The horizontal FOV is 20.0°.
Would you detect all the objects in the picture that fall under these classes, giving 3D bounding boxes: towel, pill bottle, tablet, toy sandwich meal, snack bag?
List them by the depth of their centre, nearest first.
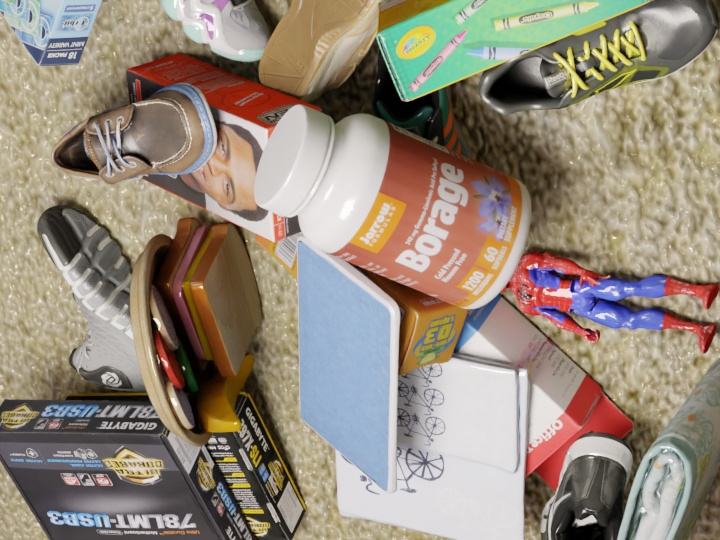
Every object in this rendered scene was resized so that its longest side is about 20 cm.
[{"bbox_3d":[0.024,-0.053,1.585,0.199,0.113,0.112,22,129,-21],"label":"pill bottle"},{"bbox_3d":[0.252,0.179,1.654,0.048,0.171,0.201,25,125,14],"label":"towel"},{"bbox_3d":[-0.010,0.077,1.676,0.130,0.014,0.201,37,140,39],"label":"tablet"},{"bbox_3d":[0.053,0.151,1.743,0.188,0.021,0.201,11,122,21],"label":"snack bag"},{"bbox_3d":[-0.136,0.053,1.759,0.070,0.205,0.206,-11,112,12],"label":"toy sandwich meal"}]

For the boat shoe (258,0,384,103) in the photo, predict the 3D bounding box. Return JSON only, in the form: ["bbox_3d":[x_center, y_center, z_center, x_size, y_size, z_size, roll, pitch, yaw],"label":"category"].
[{"bbox_3d":[-0.012,-0.211,1.635,0.074,0.069,0.200,54,133,16],"label":"boat shoe"}]

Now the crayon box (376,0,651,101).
[{"bbox_3d":[0.112,-0.200,1.509,0.199,0.119,0.058,-22,106,8],"label":"crayon box"}]

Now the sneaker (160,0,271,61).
[{"bbox_3d":[-0.115,-0.275,1.643,0.200,0.078,0.140,48,126,-5],"label":"sneaker"}]

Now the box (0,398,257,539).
[{"bbox_3d":[-0.219,0.203,1.880,0.199,0.050,0.199,-1,131,26],"label":"box"}]

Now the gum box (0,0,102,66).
[{"bbox_3d":[-0.256,-0.299,1.670,0.170,0.044,0.200,52,133,31],"label":"gum box"}]

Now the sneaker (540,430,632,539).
[{"bbox_3d":[0.185,0.226,1.734,0.066,0.091,0.200,13,141,4],"label":"sneaker"}]

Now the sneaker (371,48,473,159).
[{"bbox_3d":[0.044,-0.113,1.650,0.071,0.080,0.201,1,116,22],"label":"sneaker"}]

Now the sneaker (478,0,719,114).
[{"bbox_3d":[0.179,-0.159,1.560,0.199,0.085,0.075,-18,108,32],"label":"sneaker"}]

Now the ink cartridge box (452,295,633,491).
[{"bbox_3d":[0.121,0.110,1.743,0.200,0.067,0.116,42,126,-1],"label":"ink cartridge box"}]

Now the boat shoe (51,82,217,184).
[{"bbox_3d":[-0.189,-0.102,1.678,0.200,0.072,0.073,-14,95,56],"label":"boat shoe"}]

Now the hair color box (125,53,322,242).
[{"bbox_3d":[-0.113,-0.105,1.691,0.200,0.061,0.102,24,126,45],"label":"hair color box"}]

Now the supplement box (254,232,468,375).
[{"bbox_3d":[0.000,0.000,1.694,0.200,0.066,0.069,44,128,31],"label":"supplement box"}]

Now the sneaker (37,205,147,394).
[{"bbox_3d":[-0.249,0.042,1.880,0.115,0.075,0.200,-35,99,37],"label":"sneaker"}]

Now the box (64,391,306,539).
[{"bbox_3d":[-0.171,0.184,1.909,0.199,0.049,0.160,-3,133,27],"label":"box"}]

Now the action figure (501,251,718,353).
[{"bbox_3d":[0.191,0.023,1.678,0.199,0.052,0.066,10,124,23],"label":"action figure"}]
